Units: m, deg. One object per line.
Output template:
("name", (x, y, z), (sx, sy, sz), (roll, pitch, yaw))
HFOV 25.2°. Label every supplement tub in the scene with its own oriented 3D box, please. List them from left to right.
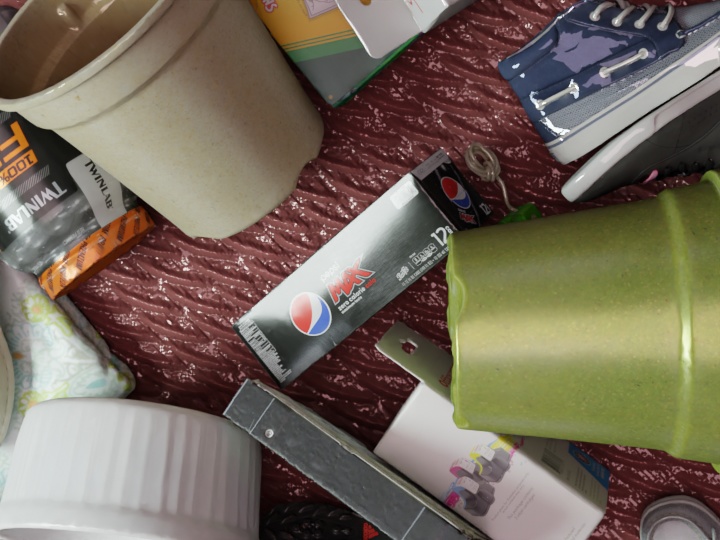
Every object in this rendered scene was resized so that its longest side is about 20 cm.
("supplement tub", (-0.250, -0.086, 1.204), (0.122, 0.123, 0.200), (-37, 91, 14))

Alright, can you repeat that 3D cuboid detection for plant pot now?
("plant pot", (-0.128, -0.127, 1.131), (0.200, 0.201, 0.184), (-34, 122, 13))
("plant pot", (0.149, 0.037, 1.061), (0.183, 0.200, 0.201), (-2, 98, 1))

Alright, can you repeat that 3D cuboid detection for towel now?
("towel", (-0.302, 0.070, 1.276), (0.171, 0.048, 0.200), (-41, 90, 14))

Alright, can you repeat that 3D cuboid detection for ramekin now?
("ramekin", (-0.166, 0.159, 1.189), (0.200, 0.201, 0.098), (4, 73, 10))

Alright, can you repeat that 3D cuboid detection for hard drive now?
("hard drive", (0.006, 0.153, 1.161), (0.200, 0.140, 0.038), (33, 87, 21))

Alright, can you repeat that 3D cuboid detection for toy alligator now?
("toy alligator", (0.133, -0.005, 1.184), (0.200, 0.059, 0.054), (50, 144, 0))

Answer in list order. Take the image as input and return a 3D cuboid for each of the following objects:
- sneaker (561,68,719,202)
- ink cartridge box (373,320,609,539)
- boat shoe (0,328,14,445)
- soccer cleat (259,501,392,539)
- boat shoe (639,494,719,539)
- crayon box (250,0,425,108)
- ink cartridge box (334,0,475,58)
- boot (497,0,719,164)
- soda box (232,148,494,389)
("sneaker", (0.243, -0.078, 1.123), (0.200, 0.071, 0.099), (-31, 91, -6))
("ink cartridge box", (0.082, 0.128, 1.179), (0.200, 0.115, 0.068), (36, 102, 4))
("boat shoe", (-0.313, 0.052, 1.222), (0.059, 0.072, 0.201), (14, 117, 43))
("soccer cleat", (0.018, 0.225, 1.240), (0.199, 0.068, 0.073), (5, 135, -1))
("boat shoe", (0.263, 0.265, 1.193), (0.074, 0.065, 0.203), (-18, 95, 12))
("crayon box", (-0.034, -0.234, 1.173), (0.119, 0.058, 0.200), (-40, 90, 14))
("ink cartridge box", (0.066, -0.247, 1.105), (0.200, 0.068, 0.116), (-34, 92, -15))
("boot", (0.197, -0.165, 1.133), (0.200, 0.073, 0.090), (-34, 97, 14))
("soda box", (0.000, 0.000, 1.174), (0.200, 0.071, 0.063), (-39, 91, 29))
